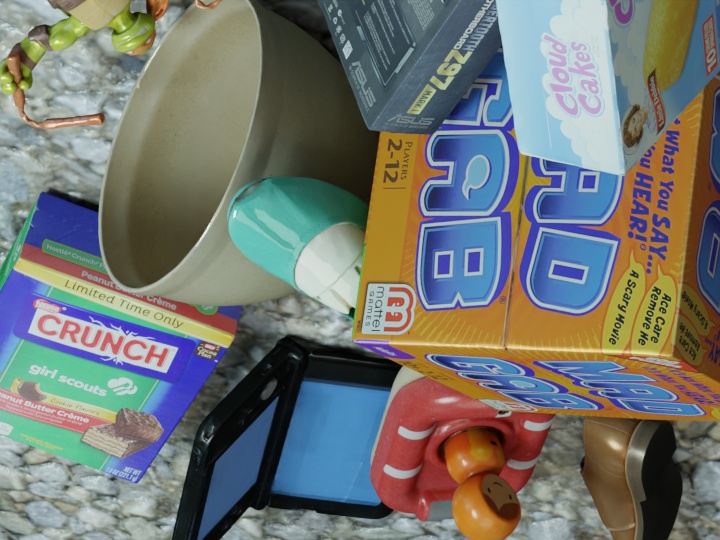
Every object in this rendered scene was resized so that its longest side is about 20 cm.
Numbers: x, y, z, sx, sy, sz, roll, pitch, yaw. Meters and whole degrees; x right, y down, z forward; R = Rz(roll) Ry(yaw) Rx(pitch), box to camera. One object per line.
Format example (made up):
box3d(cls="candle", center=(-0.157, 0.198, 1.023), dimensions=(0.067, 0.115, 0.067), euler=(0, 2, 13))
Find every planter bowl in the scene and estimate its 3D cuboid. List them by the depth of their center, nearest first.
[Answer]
box3d(cls="planter bowl", center=(-0.062, -0.062, 1.364), dimensions=(0.134, 0.201, 0.200), euler=(21, 136, -29))

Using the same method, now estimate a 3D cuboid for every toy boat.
box3d(cls="toy boat", center=(0.086, 0.141, 1.580), dimensions=(0.130, 0.131, 0.200), euler=(-4, 142, -15))

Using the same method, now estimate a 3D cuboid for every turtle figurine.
box3d(cls="turtle figurine", center=(-0.170, -0.191, 1.326), dimensions=(0.200, 0.065, 0.161), euler=(-33, 121, 18))

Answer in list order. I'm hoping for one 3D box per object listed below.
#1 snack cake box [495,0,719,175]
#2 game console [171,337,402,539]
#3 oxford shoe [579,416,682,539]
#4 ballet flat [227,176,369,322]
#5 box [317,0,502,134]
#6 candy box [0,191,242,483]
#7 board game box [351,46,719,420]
box3d(cls="snack cake box", center=(0.122, -0.163, 1.064), dimensions=(0.067, 0.115, 0.201), euler=(16, 136, 32))
box3d(cls="game console", center=(-0.048, 0.158, 1.648), dimensions=(0.116, 0.176, 0.200), euler=(31, 138, 15))
box3d(cls="oxford shoe", center=(0.210, 0.173, 1.680), dimensions=(0.071, 0.071, 0.200), euler=(20, 143, 27))
box3d(cls="ballet flat", center=(0.000, 0.000, 1.283), dimensions=(0.067, 0.070, 0.200), euler=(-49, 143, 10))
box3d(cls="box", center=(0.028, -0.202, 1.193), dimensions=(0.051, 0.201, 0.158), euler=(0, 143, -32))
box3d(cls="candy box", center=(-0.199, 0.053, 1.577), dimensions=(0.169, 0.077, 0.200), euler=(21, 134, -15))
box3d(cls="board game box", center=(0.139, -0.028, 1.266), dimensions=(0.199, 0.201, 0.200), euler=(1, 166, 29))
